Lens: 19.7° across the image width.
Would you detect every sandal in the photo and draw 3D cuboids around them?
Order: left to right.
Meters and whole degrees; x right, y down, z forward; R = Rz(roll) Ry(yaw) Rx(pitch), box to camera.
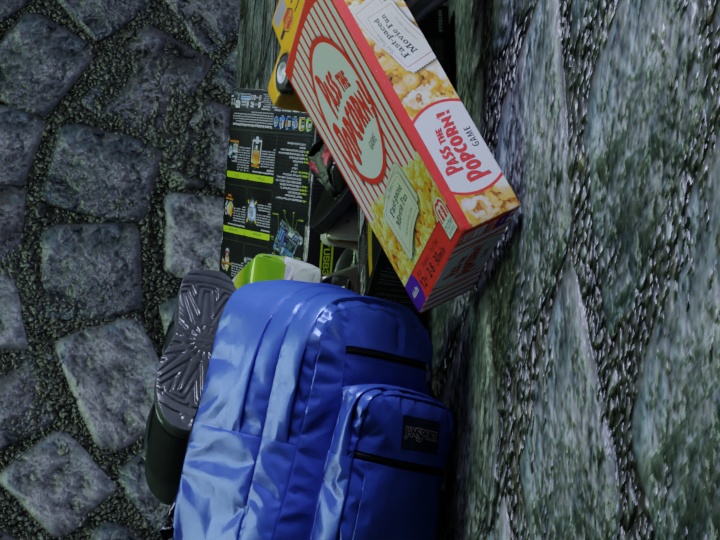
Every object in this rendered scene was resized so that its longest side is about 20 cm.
[{"bbox_3d":[-0.011,-0.115,1.736,0.075,0.045,0.201,-33,31,53],"label":"sandal"}]

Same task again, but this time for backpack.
[{"bbox_3d":[-0.019,0.111,1.445,0.162,0.167,0.202,17,-101,-55],"label":"backpack"}]

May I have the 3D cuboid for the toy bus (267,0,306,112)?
[{"bbox_3d":[-0.019,-0.222,1.637,0.079,0.065,0.201,-114,38,-46],"label":"toy bus"}]

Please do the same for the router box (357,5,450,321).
[{"bbox_3d":[0.032,-0.079,1.593,0.158,0.052,0.201,107,166,-60],"label":"router box"}]

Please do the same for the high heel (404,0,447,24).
[{"bbox_3d":[0.070,-0.259,1.492,0.142,0.071,0.201,-41,26,46],"label":"high heel"}]

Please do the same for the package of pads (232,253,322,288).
[{"bbox_3d":[-0.082,0.095,1.732,0.154,0.068,0.202,150,128,-78],"label":"package of pads"}]

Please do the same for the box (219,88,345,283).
[{"bbox_3d":[-0.070,-0.069,1.903,0.200,0.047,0.195,11,100,63],"label":"box"}]

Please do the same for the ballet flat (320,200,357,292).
[{"bbox_3d":[0.000,0.000,1.722,0.069,0.071,0.202,164,110,-81],"label":"ballet flat"}]

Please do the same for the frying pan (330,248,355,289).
[{"bbox_3d":[-0.003,-0.010,1.795,0.115,0.031,0.192,-40,-46,-70],"label":"frying pan"}]

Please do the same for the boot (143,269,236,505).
[{"bbox_3d":[-0.147,0.123,1.683,0.201,0.065,0.166,113,171,-45],"label":"boot"}]

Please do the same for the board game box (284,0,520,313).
[{"bbox_3d":[0.024,-0.090,1.360,0.201,0.046,0.152,61,162,15],"label":"board game box"}]
